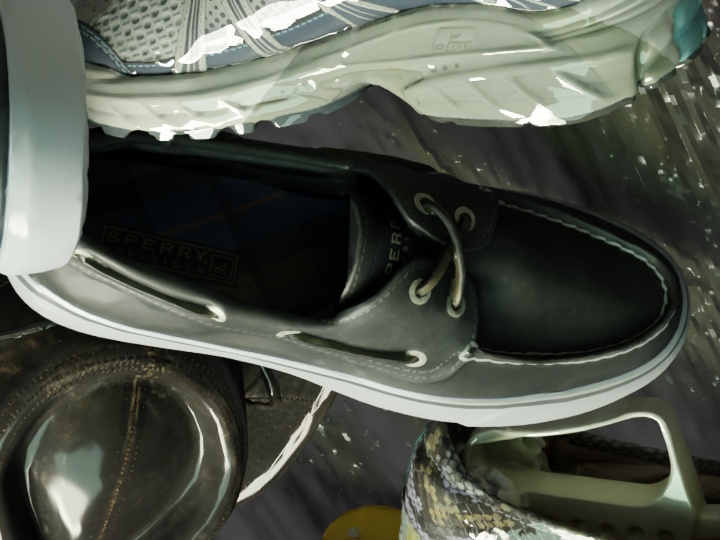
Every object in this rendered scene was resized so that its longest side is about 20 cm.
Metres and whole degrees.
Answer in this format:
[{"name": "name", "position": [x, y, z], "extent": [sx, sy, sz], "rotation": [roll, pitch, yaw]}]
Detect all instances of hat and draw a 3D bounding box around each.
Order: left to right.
[{"name": "hat", "position": [-0.082, 0.054, 0.791], "extent": [0.200, 0.081, 0.201], "rotation": [-12, 135, -12]}]

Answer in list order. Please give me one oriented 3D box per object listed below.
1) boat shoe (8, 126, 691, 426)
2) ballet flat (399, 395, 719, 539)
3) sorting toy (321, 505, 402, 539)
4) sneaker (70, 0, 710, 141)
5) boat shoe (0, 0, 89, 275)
[{"name": "boat shoe", "position": [0.000, 0.000, 0.726], "extent": [0.200, 0.069, 0.057], "rotation": [7, 163, -11]}, {"name": "ballet flat", "position": [0.107, 0.074, 0.811], "extent": [0.200, 0.072, 0.072], "rotation": [7, 140, 16]}, {"name": "sorting toy", "position": [-0.035, 0.179, 0.955], "extent": [0.200, 0.107, 0.180], "rotation": [-16, 156, -12]}, {"name": "sneaker", "position": [-0.009, -0.088, 0.676], "extent": [0.200, 0.078, 0.086], "rotation": [-2, 115, 30]}, {"name": "boat shoe", "position": [-0.120, -0.047, 0.675], "extent": [0.071, 0.200, 0.072], "rotation": [0, 107, -22]}]
